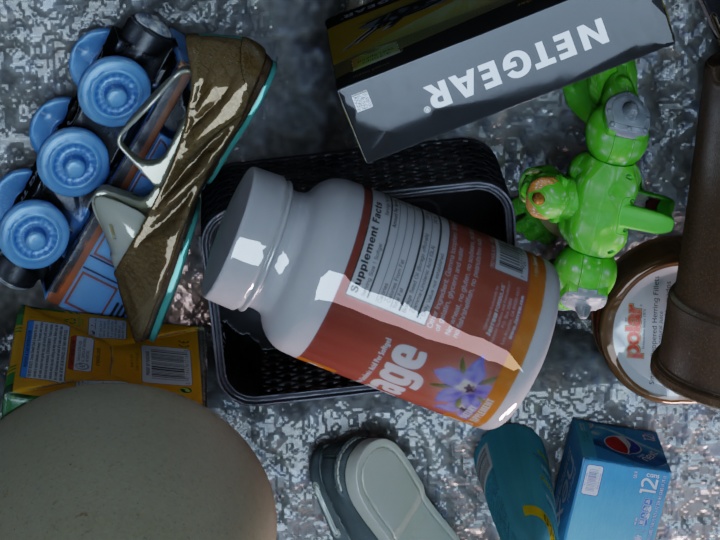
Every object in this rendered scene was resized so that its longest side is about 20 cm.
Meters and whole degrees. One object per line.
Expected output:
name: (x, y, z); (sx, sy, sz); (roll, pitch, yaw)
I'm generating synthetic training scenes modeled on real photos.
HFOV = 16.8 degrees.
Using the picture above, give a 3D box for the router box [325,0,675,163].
router box: (0.081, -0.146, 1.490); (0.199, 0.157, 0.052); (-21, 111, 4)

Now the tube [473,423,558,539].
tube: (0.108, 0.165, 1.585); (0.050, 0.200, 0.078); (-19, 112, 4)

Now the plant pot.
plant pot: (0.280, -0.031, 1.491); (0.199, 0.200, 0.200); (-1, 104, -3)

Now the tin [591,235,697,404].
tin: (0.256, 0.033, 1.633); (0.199, 0.042, 0.113); (-1, 106, -3)

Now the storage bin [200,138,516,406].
storage bin: (0.000, 0.000, 1.575); (0.199, 0.094, 0.136); (-6, 111, 0)

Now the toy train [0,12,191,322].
toy train: (-0.156, -0.064, 1.549); (0.114, 0.087, 0.201); (26, 105, -22)

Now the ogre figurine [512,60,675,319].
ogre figurine: (0.149, -0.057, 1.548); (0.098, 0.120, 0.201); (27, 106, -13)

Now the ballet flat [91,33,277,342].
ballet flat: (-0.120, -0.056, 1.487); (0.072, 0.068, 0.201); (23, 105, -9)

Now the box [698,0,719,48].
box: (0.333, -0.157, 1.558); (0.199, 0.050, 0.199); (-26, 112, 8)

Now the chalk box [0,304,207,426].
chalk box: (-0.170, 0.142, 1.533); (0.123, 0.125, 0.201); (7, 114, -8)

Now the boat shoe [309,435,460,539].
boat shoe: (0.024, 0.196, 1.678); (0.062, 0.073, 0.201); (2, 127, 42)

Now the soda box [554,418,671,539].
soda box: (0.157, 0.209, 1.675); (0.064, 0.068, 0.201); (10, 110, -6)

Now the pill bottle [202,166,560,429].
pill bottle: (0.011, 0.013, 1.471); (0.199, 0.112, 0.113); (21, 108, -10)

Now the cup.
cup: (-0.144, 0.186, 1.409); (0.199, 0.143, 0.201); (-2, 116, -4)
